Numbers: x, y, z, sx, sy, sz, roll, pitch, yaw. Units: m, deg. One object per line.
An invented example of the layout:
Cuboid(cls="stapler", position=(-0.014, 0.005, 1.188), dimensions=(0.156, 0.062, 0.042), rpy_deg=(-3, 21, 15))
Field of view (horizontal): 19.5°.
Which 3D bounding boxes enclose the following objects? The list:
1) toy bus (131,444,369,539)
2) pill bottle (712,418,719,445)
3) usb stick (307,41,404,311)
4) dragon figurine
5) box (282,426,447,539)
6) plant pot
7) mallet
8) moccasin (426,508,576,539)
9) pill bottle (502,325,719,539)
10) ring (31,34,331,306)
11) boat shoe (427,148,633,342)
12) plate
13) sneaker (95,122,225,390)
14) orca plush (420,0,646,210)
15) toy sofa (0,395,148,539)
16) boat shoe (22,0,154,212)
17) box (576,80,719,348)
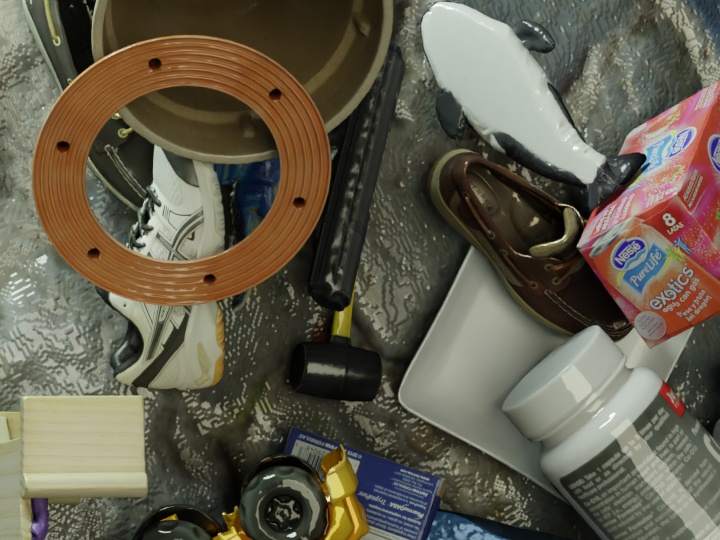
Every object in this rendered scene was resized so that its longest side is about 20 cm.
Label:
Cuboid(cls="toy bus", position=(-0.066, 0.238, 1.446), dimensions=(0.199, 0.136, 0.193), rpy_deg=(-27, 89, -2))
Cuboid(cls="pill bottle", position=(0.332, 0.168, 1.638), dimensions=(0.111, 0.112, 0.202), rpy_deg=(0, 89, -20))
Cuboid(cls="usb stick", position=(-0.002, -0.069, 1.527), dimensions=(0.032, 0.055, 0.202), rpy_deg=(10, 75, 13))
Cuboid(cls="dragon figurine", position=(-0.083, -0.072, 1.514), dimensions=(0.099, 0.059, 0.201), rpy_deg=(31, 74, -15))
Cuboid(cls="box", position=(-0.027, 0.228, 1.517), dimensions=(0.120, 0.032, 0.201), rpy_deg=(18, 80, 12))
Cuboid(cls="plant pot", position=(-0.095, -0.206, 1.427), dimensions=(0.199, 0.184, 0.202), rpy_deg=(-8, 126, -11))
Cuboid(cls="mallet", position=(0.000, 0.000, 1.559), dimensions=(0.065, 0.041, 0.202), rpy_deg=(17, 79, -18))
Cuboid(cls="moccasin", position=(0.094, 0.225, 1.562), dimensions=(0.198, 0.068, 0.081), rpy_deg=(15, 87, -1))
Cuboid(cls="pill bottle", position=(0.205, 0.145, 1.549), dimensions=(0.114, 0.114, 0.200), rpy_deg=(-42, 94, -16))
Cuboid(cls="ring", position=(-0.118, -0.066, 1.384), dimensions=(0.199, 0.019, 0.202), rpy_deg=(-5, 120, -8))
Cuboid(cls="boat shoe", position=(0.138, -0.017, 1.557), dimensions=(0.200, 0.072, 0.072), rpy_deg=(44, 75, -13))
Cuboid(cls="plate", position=(0.145, 0.059, 1.612), dimensions=(0.199, 0.032, 0.201), rpy_deg=(31, 79, -17))
Cuboid(cls="sneaker", position=(-0.142, -0.006, 1.462), dimensions=(0.087, 0.076, 0.202), rpy_deg=(-4, 110, -13))
Cuboid(cls="orca plush", position=(0.130, -0.128, 1.578), dimensions=(0.199, 0.071, 0.106), rpy_deg=(30, 98, 18))
Cuboid(cls="toy sofa", position=(-0.205, 0.137, 1.392), dimensions=(0.082, 0.200, 0.098), rpy_deg=(1, 82, -21))
Cuboid(cls="boat shoe", position=(-0.175, -0.126, 1.481), dimensions=(0.071, 0.061, 0.202), rpy_deg=(-32, 100, -19))
Cuboid(cls="box", position=(0.244, -0.045, 1.564), dimensions=(0.100, 0.095, 0.200), rpy_deg=(52, 32, -13))
